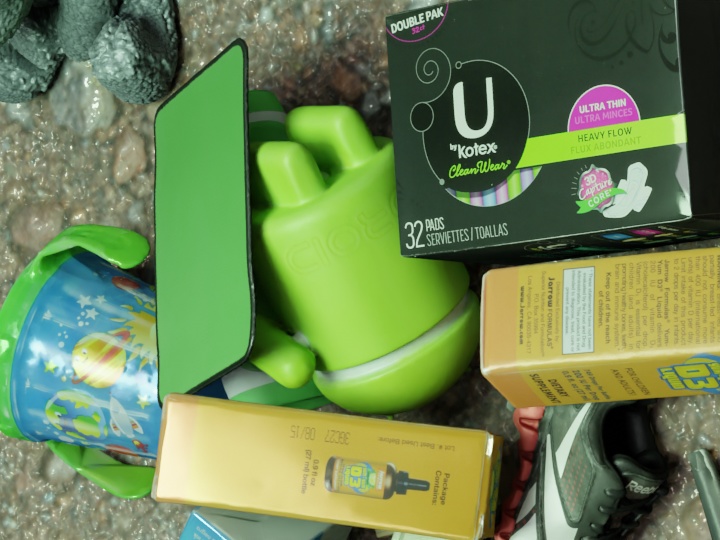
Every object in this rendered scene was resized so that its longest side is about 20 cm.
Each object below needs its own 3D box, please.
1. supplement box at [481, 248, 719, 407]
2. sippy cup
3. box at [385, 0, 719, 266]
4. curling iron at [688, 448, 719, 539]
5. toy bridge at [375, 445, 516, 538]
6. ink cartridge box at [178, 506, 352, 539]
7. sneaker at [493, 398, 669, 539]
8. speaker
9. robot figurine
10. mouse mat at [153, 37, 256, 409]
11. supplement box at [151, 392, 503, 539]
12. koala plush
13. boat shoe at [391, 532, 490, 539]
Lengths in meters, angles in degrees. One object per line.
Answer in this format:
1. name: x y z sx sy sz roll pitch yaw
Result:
1. supplement box: 0.172 0.031 1.623 0.199 0.067 0.069 -8 66 20
2. sippy cup: -0.156 0.063 1.880 0.130 0.178 0.140 17 73 23
3. box: 0.132 -0.086 1.656 0.199 0.124 0.149 -8 83 37
4. curling iron: 0.220 0.202 1.666 0.049 0.026 0.201 -18 81 32
5. toy bridge: 0.016 0.134 1.812 0.199 0.027 0.068 -19 80 36
6. ink cartridge box: -0.084 0.220 1.809 0.067 0.116 0.201 35 123 16
7. sneaker: 0.131 0.141 1.701 0.098 0.071 0.202 13 98 37
8. speaker: -0.065 -0.009 1.831 0.088 0.088 0.201 -20 80 35
9. robot figurine: 0.000 0.000 1.737 0.115 0.175 0.201 1 124 56
10. mouse mat: -0.097 -0.026 1.750 0.161 0.007 0.201 149 121 -62
11. supplement box: -0.018 0.116 1.689 0.199 0.069 0.067 7 86 13
12. koala plush: -0.241 -0.202 1.881 0.177 0.200 0.185 2 93 36
13. boat shoe: 0.028 0.232 1.736 0.074 0.066 0.200 16 86 24
